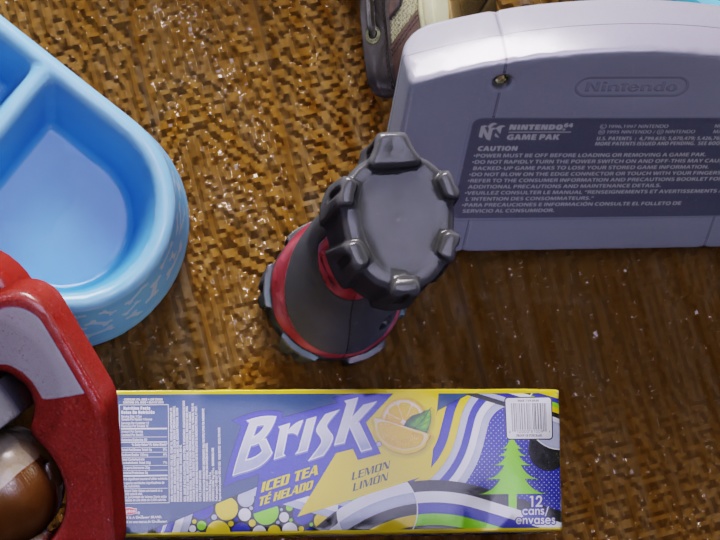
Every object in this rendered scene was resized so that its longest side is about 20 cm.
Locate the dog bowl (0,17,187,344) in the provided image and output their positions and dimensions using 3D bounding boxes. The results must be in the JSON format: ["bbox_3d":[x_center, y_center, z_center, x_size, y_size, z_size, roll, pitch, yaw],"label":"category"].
[{"bbox_3d":[-0.164,-0.053,1.025,0.200,0.050,0.112,38,78,-2],"label":"dog bowl"}]

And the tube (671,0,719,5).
[{"bbox_3d":[0.169,-0.128,1.103,0.200,0.050,0.077,42,38,-1],"label":"tube"}]

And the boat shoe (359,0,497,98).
[{"bbox_3d":[0.017,-0.175,1.071,0.064,0.073,0.202,-14,69,21],"label":"boat shoe"}]

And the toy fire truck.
[{"bbox_3d":[-0.181,0.095,0.961,0.199,0.112,0.169,-26,102,16],"label":"toy fire truck"}]

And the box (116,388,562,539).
[{"bbox_3d":[-0.014,0.085,1.029,0.198,0.070,0.065,1,83,-10],"label":"box"}]

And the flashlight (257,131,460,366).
[{"bbox_3d":[0.000,0.000,0.977,0.068,0.200,0.068,38,79,-3],"label":"flashlight"}]

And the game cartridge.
[{"bbox_3d":[0.110,-0.063,1.043,0.198,0.134,0.042,-1,46,-10],"label":"game cartridge"}]
